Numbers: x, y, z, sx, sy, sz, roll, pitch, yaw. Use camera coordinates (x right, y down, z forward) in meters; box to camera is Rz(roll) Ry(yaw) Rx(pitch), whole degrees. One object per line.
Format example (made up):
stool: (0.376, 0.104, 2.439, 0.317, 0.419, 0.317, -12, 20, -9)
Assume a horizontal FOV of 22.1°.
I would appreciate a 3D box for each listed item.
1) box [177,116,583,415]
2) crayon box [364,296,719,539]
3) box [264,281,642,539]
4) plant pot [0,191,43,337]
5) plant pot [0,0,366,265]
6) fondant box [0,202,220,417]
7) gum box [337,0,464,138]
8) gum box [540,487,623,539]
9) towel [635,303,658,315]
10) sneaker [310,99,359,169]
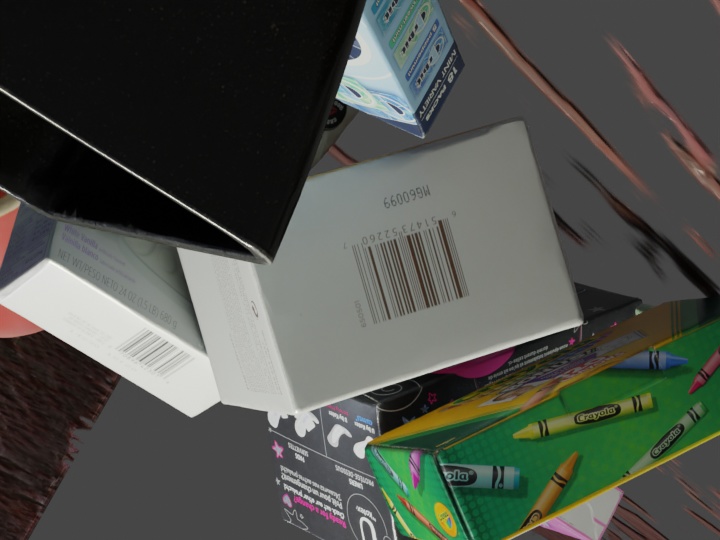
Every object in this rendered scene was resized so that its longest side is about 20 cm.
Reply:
box: (0.000, 0.000, 0.949, 0.200, 0.152, 0.107, 171, 82, -75)
crayon box: (0.115, 0.077, 0.965, 0.058, 0.200, 0.119, 67, 163, -3)
box: (0.059, 0.086, 1.108, 0.200, 0.115, 0.132, -19, -160, -32)
plant pot: (-0.316, -0.066, 1.577, 0.200, 0.201, 0.177, 27, 161, 14)
plant pot: (-0.097, -0.134, 0.513, 0.200, 0.178, 0.199, 32, 170, -25)
fondant box: (-0.121, -0.035, 1.088, 0.144, 0.200, 0.058, 34, 133, -28)
gum box: (-0.054, -0.139, 0.770, 0.170, 0.045, 0.200, 26, 171, 18)
gum box: (0.162, 0.206, 1.932, 0.200, 0.066, 0.113, 34, 168, -26)
towel: (0.270, 0.080, 1.059, 0.200, 0.023, 0.153, 23, 168, 43)
sneaker: (-0.063, -0.086, 0.964, 0.074, 0.089, 0.200, 31, 172, -22)
